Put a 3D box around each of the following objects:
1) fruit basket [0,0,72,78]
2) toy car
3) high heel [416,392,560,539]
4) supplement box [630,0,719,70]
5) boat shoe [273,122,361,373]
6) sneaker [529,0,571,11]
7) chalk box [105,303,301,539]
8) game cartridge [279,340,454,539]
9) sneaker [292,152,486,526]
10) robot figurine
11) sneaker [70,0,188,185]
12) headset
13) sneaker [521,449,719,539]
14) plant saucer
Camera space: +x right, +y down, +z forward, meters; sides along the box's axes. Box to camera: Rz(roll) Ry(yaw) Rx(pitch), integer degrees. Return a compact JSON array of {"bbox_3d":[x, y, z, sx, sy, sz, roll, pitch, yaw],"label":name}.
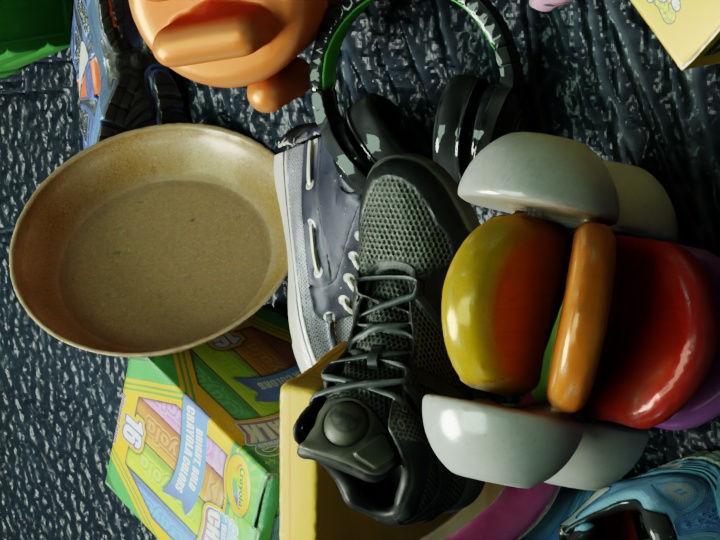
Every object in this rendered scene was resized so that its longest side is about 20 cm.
[{"bbox_3d":[-0.339,-0.190,1.466,0.215,0.215,0.157,5,105,48],"label":"fruit basket"},{"bbox_3d":[0.130,0.028,1.009,0.149,0.200,0.177,7,87,30],"label":"toy car"},{"bbox_3d":[0.053,0.133,1.121,0.201,0.095,0.067,-66,8,-17],"label":"high heel"},{"bbox_3d":[0.163,-0.212,0.951,0.201,0.108,0.110,58,136,20],"label":"supplement box"},{"bbox_3d":[0.000,0.000,1.221,0.093,0.074,0.202,-15,88,61],"label":"boat shoe"},{"bbox_3d":[0.070,-0.231,1.083,0.201,0.070,0.082,58,134,22],"label":"sneaker"},{"bbox_3d":[-0.057,0.135,1.296,0.200,0.124,0.125,38,128,34],"label":"chalk box"},{"bbox_3d":[0.007,0.120,1.162,0.032,0.200,0.178,9,109,26],"label":"game cartridge"},{"bbox_3d":[0.018,0.041,1.039,0.076,0.114,0.201,4,99,29],"label":"sneaker"},{"bbox_3d":[-0.065,-0.181,1.168,0.144,0.200,0.117,41,117,-2],"label":"robot figurine"},{"bbox_3d":[-0.170,-0.136,1.399,0.078,0.075,0.202,21,111,58],"label":"sneaker"},{"bbox_3d":[0.043,-0.074,1.150,0.123,0.094,0.202,-10,93,19],"label":"headset"},{"bbox_3d":[0.130,0.154,1.110,0.200,0.090,0.079,-34,75,49],"label":"sneaker"},{"bbox_3d":[-0.133,-0.014,1.308,0.200,0.200,0.036,42,157,33],"label":"plant saucer"}]
